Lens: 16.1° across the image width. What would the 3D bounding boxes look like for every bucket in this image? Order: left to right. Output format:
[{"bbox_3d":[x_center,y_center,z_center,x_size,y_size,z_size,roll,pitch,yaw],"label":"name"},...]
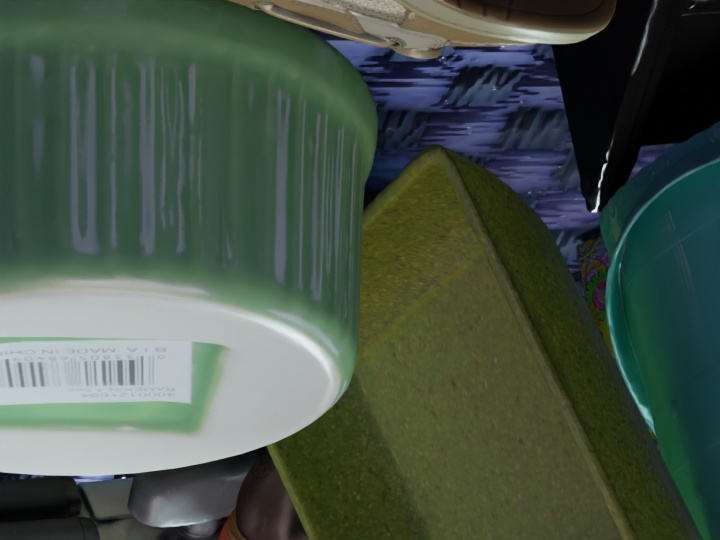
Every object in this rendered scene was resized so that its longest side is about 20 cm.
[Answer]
[{"bbox_3d":[0.187,0.014,0.892,0.207,0.135,0.207,-18,164,-5],"label":"bucket"}]

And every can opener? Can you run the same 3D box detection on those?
[{"bbox_3d":[-0.131,0.100,1.098,0.200,0.053,0.067,-2,126,-27],"label":"can opener"}]

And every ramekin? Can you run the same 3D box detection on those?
[{"bbox_3d":[-0.092,-0.005,0.834,0.200,0.098,0.200,-2,156,-1],"label":"ramekin"}]

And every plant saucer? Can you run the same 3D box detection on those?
[{"bbox_3d":[0.046,0.076,0.899,0.048,0.200,0.200,-18,166,-31],"label":"plant saucer"}]

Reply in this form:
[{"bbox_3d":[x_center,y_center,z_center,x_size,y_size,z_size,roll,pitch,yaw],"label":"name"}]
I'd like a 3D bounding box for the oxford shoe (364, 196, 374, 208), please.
[{"bbox_3d":[0.000,0.000,1.026,0.071,0.073,0.200,-29,136,23],"label":"oxford shoe"}]

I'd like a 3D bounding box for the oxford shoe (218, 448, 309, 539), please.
[{"bbox_3d":[0.010,0.075,1.115,0.071,0.200,0.073,25,118,15],"label":"oxford shoe"}]

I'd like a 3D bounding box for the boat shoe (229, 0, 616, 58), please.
[{"bbox_3d":[-0.015,-0.105,0.773,0.201,0.073,0.063,8,158,-29],"label":"boat shoe"}]

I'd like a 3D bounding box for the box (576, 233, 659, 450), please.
[{"bbox_3d":[0.237,0.027,1.102,0.200,0.122,0.193,-28,147,31],"label":"box"}]

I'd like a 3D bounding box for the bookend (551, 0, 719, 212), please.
[{"bbox_3d":[0.178,-0.115,0.860,0.199,0.092,0.200,-5,152,-9],"label":"bookend"}]
